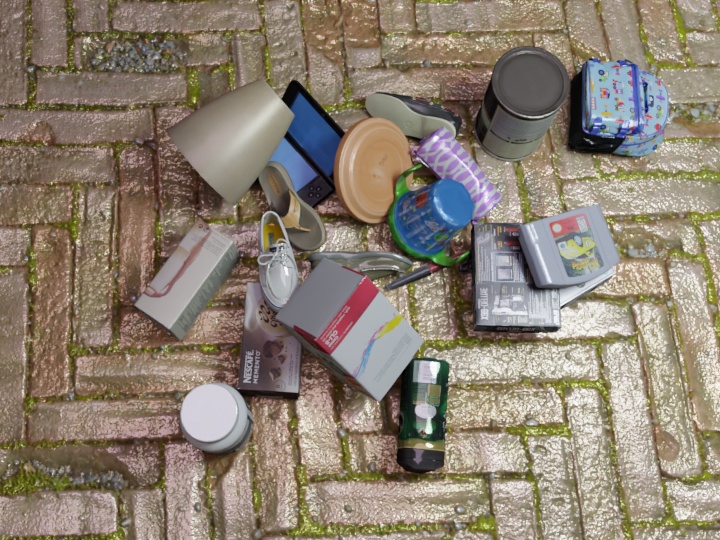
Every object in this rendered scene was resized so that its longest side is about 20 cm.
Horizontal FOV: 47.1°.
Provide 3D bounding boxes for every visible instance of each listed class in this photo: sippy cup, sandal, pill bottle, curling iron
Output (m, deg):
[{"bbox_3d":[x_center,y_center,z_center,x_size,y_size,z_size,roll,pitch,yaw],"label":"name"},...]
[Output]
[{"bbox_3d":[0.141,-0.106,1.555,0.177,0.130,0.140,31,59,-19],"label":"sippy cup"},{"bbox_3d":[-0.141,-0.121,1.587,0.080,0.054,0.201,-34,84,20],"label":"sandal"},{"bbox_3d":[-0.249,0.257,1.428,0.115,0.200,0.117,1,73,-2],"label":"pill bottle"},{"bbox_3d":[0.144,0.004,1.602,0.198,0.026,0.050,-15,73,-6],"label":"curling iron"}]

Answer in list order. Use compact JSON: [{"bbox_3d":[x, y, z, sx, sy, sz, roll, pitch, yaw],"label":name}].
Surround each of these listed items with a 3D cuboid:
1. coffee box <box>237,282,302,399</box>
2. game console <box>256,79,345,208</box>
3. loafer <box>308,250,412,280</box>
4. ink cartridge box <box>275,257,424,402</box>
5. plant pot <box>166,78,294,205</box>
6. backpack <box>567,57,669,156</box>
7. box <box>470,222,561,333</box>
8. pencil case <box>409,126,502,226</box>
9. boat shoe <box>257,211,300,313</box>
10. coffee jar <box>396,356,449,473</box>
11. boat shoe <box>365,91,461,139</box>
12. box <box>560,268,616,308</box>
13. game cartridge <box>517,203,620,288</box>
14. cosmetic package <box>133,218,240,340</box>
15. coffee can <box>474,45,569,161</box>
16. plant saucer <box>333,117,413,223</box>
[{"bbox_3d":[-0.161,0.131,1.528,0.112,0.080,0.202,4,74,-1],"label":"coffee box"},{"bbox_3d":[-0.130,-0.232,1.611,0.172,0.119,0.200,-39,79,-12],"label":"game console"},{"bbox_3d":[0.000,0.000,1.582,0.198,0.075,0.070,0,86,3],"label":"loafer"},{"bbox_3d":[-0.016,0.106,1.461,0.145,0.145,0.200,-52,125,-13],"label":"ink cartridge box"},{"bbox_3d":[-0.227,-0.259,1.555,0.200,0.187,0.188,-41,79,3],"label":"plant pot"},{"bbox_3d":[0.529,-0.324,1.654,0.198,0.135,0.184,7,75,-3],"label":"backpack"},{"bbox_3d":[0.286,0.013,1.530,0.156,0.050,0.202,0,73,-1],"label":"box"},{"bbox_3d":[0.188,-0.187,1.611,0.085,0.084,0.200,-42,91,-11],"label":"pencil case"},{"bbox_3d":[-0.150,-0.025,1.500,0.074,0.086,0.203,-6,57,-7],"label":"boat shoe"},{"bbox_3d":[0.113,0.263,1.489,0.085,0.104,0.202,6,75,-4],"label":"coffee jar"},{"bbox_3d":[0.107,-0.315,1.673,0.200,0.074,0.063,22,44,12],"label":"boat shoe"},{"bbox_3d":[0.374,0.014,1.590,0.199,0.060,0.117,-28,77,-9],"label":"box"},{"bbox_3d":[0.388,-0.040,1.516,0.199,0.041,0.134,-16,86,-29],"label":"game cartridge"},{"bbox_3d":[-0.320,0.018,1.543,0.087,0.103,0.201,31,74,8],"label":"cosmetic package"},{"bbox_3d":[0.309,-0.319,1.608,0.145,0.200,0.148,1,74,-2],"label":"coffee can"},{"bbox_3d":[0.032,-0.191,1.580,0.032,0.200,0.201,10,68,45],"label":"plant saucer"}]
